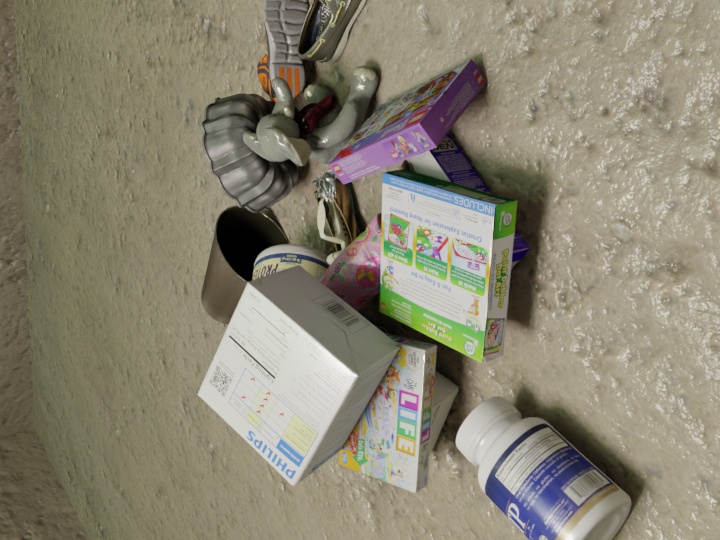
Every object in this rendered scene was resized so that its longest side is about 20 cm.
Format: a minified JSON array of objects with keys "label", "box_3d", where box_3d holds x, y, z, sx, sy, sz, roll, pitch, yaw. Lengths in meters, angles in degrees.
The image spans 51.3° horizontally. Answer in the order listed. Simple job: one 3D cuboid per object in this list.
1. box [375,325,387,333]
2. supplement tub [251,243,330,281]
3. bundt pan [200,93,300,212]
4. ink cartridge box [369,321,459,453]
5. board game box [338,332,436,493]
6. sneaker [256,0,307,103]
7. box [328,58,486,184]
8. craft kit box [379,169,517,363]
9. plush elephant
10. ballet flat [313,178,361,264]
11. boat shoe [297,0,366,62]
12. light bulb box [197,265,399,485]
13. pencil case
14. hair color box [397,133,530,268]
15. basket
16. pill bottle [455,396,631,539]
[{"label":"box","box_3d":[0.018,0.178,1.227,0.121,0.032,0.203,14,111,50]},{"label":"supplement tub","box_3d":[-0.115,0.075,1.224,0.145,0.144,0.202,-36,42,51]},{"label":"bundt pan","box_3d":[-0.169,-0.204,1.244,0.075,0.201,0.204,-17,86,29]},{"label":"ink cartridge box","box_3d":[0.031,0.188,1.129,0.199,0.083,0.146,35,120,29]},{"label":"board game box","box_3d":[0.036,0.191,1.048,0.133,0.034,0.203,10,102,35]},{"label":"sneaker","box_3d":[-0.139,-0.374,1.239,0.112,0.077,0.203,179,94,-67]},{"label":"box","box_3d":[0.057,-0.191,0.985,0.039,0.137,0.199,49,149,-19]},{"label":"craft kit box","box_3d":[0.103,-0.011,0.949,0.199,0.048,0.200,25,118,47]},{"label":"plush elephant","box_3d":[-0.090,-0.215,1.118,0.164,0.154,0.203,10,90,52]},{"label":"ballet flat","box_3d":[-0.028,-0.050,1.189,0.068,0.072,0.202,-26,79,52]},{"label":"boat shoe","box_3d":[-0.040,-0.398,1.111,0.072,0.060,0.203,54,138,28]},{"label":"light bulb box","box_3d":[-0.087,0.138,1.021,0.198,0.124,0.201,38,117,19]},{"label":"pencil case","box_3d":[0.000,0.000,1.114,0.200,0.087,0.088,-45,63,29]},{"label":"hair color box","box_3d":[0.123,-0.070,0.991,0.201,0.064,0.110,60,141,25]},{"label":"basket","box_3d":[-0.228,0.006,1.427,0.181,0.135,0.200,58,143,16]},{"label":"pill bottle","box_3d":[0.214,0.252,0.916,0.200,0.119,0.121,42,131,38]}]
